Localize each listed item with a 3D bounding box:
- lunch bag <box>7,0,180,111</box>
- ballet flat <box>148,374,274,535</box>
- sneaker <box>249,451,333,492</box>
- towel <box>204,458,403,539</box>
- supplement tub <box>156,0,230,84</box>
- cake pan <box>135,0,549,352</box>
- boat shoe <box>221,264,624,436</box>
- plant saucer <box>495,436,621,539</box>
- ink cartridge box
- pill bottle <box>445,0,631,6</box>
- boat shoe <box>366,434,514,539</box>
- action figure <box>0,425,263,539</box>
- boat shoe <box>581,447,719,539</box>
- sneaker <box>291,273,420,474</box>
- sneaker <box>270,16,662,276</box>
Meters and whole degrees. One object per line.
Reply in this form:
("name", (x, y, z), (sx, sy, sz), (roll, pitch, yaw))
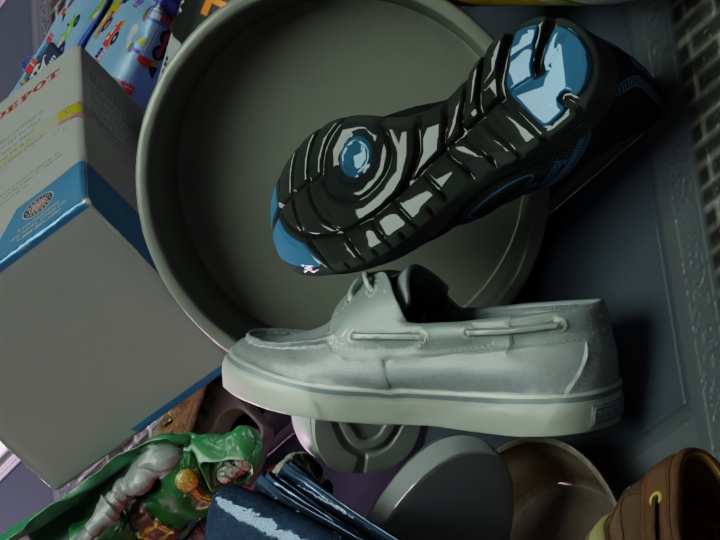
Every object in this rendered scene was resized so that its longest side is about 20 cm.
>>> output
("lunch bag", (-0.154, -0.101, 1.695), (0.151, 0.094, 0.200), (-62, 31, 2))
("ballet flat", (-0.066, 0.062, 1.545), (0.071, 0.071, 0.200), (29, 96, 61))
("sneaker", (-0.070, 0.159, 1.395), (0.085, 0.077, 0.200), (-13, 25, 31))
("towel", (0.015, 0.172, 1.227), (0.200, 0.049, 0.112), (29, 119, 28))
("supplement tub", (-0.031, -0.140, 1.484), (0.123, 0.122, 0.200), (40, 118, 59))
("cake pan", (-0.007, -0.044, 1.365), (0.037, 0.200, 0.200), (-39, -35, -77))
("boat shoe", (0.027, 0.032, 1.300), (0.201, 0.070, 0.072), (3, 100, 28))
("plant saucer", (0.080, 0.175, 1.273), (0.200, 0.032, 0.200), (-26, 60, 57))
("ink cartridge box", (-0.154, -0.011, 1.502), (0.129, 0.125, 0.200), (-35, 28, 15))
("pill bottle", (0.066, -0.178, 1.324), (0.200, 0.111, 0.111), (9, 90, 62))
("boat shoe", (0.010, 0.151, 1.310), (0.200, 0.069, 0.057), (-68, 30, 27))
("action figure", (-0.121, 0.137, 1.467), (0.200, 0.118, 0.055), (-40, 41, 29))
("boat shoe", (0.148, 0.150, 1.109), (0.068, 0.072, 0.200), (-60, 36, 29))
("sneaker", (0.000, 0.000, 1.441), (0.080, 0.076, 0.200), (-152, 75, -71))
("sneaker", (0.047, -0.046, 1.298), (0.200, 0.082, 0.073), (-24, 67, 33))
